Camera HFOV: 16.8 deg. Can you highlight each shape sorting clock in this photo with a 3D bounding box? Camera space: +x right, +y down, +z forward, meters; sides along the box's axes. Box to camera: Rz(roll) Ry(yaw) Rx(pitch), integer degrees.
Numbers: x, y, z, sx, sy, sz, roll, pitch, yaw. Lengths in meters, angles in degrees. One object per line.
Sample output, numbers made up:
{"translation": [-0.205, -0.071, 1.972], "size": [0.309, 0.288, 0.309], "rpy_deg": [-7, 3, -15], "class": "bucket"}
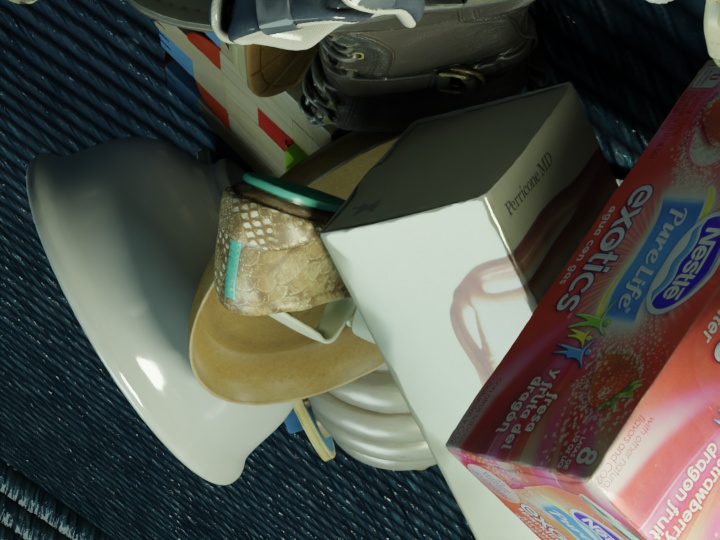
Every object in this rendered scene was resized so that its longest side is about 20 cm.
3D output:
{"translation": [-0.054, 0.019, 1.457], "size": [0.200, 0.039, 0.201], "rpy_deg": [158, 90, -87], "class": "shape sorting clock"}

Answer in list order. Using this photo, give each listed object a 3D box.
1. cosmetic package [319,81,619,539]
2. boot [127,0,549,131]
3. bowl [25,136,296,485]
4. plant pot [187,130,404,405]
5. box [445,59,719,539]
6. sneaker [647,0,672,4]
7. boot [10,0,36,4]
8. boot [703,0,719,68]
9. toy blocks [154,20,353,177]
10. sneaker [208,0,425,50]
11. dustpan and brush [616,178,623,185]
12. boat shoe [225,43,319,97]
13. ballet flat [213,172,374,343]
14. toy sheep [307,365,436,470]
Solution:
{"translation": [0.078, 0.036, 1.023], "size": [0.087, 0.103, 0.201], "rpy_deg": [-13, 116, 36], "class": "cosmetic package"}
{"translation": [-0.005, -0.097, 0.997], "size": [0.199, 0.070, 0.174], "rpy_deg": [-4, 162, -10], "class": "boot"}
{"translation": [-0.083, 0.005, 1.273], "size": [0.201, 0.090, 0.201], "rpy_deg": [57, -171, -15], "class": "bowl"}
{"translation": [0.000, -0.011, 1.169], "size": [0.028, 0.200, 0.200], "rpy_deg": [55, 173, 28], "class": "plant pot"}
{"translation": [0.141, 0.025, 0.937], "size": [0.103, 0.200, 0.095], "rpy_deg": [45, 161, -27], "class": "box"}
{"translation": [0.069, -0.144, 0.803], "size": [0.080, 0.074, 0.200], "rpy_deg": [-5, 154, 3], "class": "sneaker"}
{"translation": [-0.099, -0.199, 0.895], "size": [0.073, 0.154, 0.204], "rpy_deg": [33, 161, 13], "class": "boot"}
{"translation": [0.180, -0.087, 0.780], "size": [0.155, 0.073, 0.200], "rpy_deg": [27, 171, 28], "class": "boot"}
{"translation": [-0.044, -0.099, 1.194], "size": [0.137, 0.100, 0.200], "rpy_deg": [44, 166, 13], "class": "toy blocks"}
{"translation": [-0.032, -0.161, 0.820], "size": [0.077, 0.147, 0.202], "rpy_deg": [-4, 153, 36], "class": "sneaker"}
{"translation": [0.146, 0.014, 1.102], "size": [0.199, 0.140, 0.057], "rpy_deg": [-9, 164, 28], "class": "dustpan and brush"}
{"translation": [-0.041, -0.160, 1.021], "size": [0.072, 0.072, 0.200], "rpy_deg": [53, 159, 26], "class": "boat shoe"}
{"translation": [0.000, 0.000, 1.070], "size": [0.070, 0.066, 0.200], "rpy_deg": [26, -170, 37], "class": "ballet flat"}
{"translation": [0.029, 0.049, 1.359], "size": [0.138, 0.138, 0.201], "rpy_deg": [27, 142, 29], "class": "toy sheep"}
